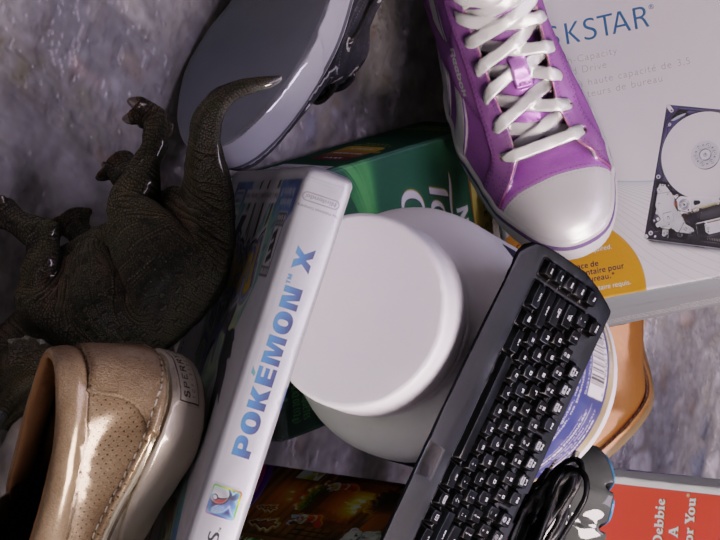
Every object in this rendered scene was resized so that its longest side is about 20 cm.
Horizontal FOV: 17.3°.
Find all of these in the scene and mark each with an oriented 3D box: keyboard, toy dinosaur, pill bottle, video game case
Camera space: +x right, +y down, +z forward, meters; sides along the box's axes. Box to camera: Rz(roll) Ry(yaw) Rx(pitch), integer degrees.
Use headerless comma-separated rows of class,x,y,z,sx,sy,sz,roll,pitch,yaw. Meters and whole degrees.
keyboard,0.061,0.096,0.982,0.104,0.039,0.201,31,83,-52
toy dinosaur,-0.093,-0.001,0.953,0.103,0.199,0.077,62,15,22
pill bottle,0.036,0.034,1.056,0.200,0.110,0.112,25,72,-64
video game case,-0.057,0.047,0.958,0.022,0.200,0.184,18,88,-11

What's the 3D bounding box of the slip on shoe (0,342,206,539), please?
slip on shoe,-0.127,0.112,0.919,0.060,0.076,0.201,14,121,-31

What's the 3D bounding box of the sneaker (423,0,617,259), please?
sneaker,0.068,-0.107,1.144,0.114,0.072,0.202,72,-4,-74

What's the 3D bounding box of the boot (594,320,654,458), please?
boot,0.111,0.004,1.316,0.155,0.073,0.201,52,52,-34

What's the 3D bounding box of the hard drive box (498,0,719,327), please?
hard drive box,0.144,-0.080,1.221,0.077,0.155,0.202,29,51,-69

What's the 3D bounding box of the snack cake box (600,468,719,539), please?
snack cake box,0.183,0.222,1.388,0.067,0.114,0.202,6,88,-56

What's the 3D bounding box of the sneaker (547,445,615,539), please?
sneaker,0.073,0.183,1.276,0.073,0.081,0.202,-127,-130,-78

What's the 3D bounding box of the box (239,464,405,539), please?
box,-0.050,0.159,1.022,0.200,0.136,0.039,-45,129,-45

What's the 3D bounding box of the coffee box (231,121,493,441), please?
coffee box,0.000,0.000,1.163,0.199,0.044,0.124,-18,106,-54

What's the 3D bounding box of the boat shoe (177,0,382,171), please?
boat shoe,-0.023,-0.115,1.109,0.066,0.069,0.201,55,42,-40
